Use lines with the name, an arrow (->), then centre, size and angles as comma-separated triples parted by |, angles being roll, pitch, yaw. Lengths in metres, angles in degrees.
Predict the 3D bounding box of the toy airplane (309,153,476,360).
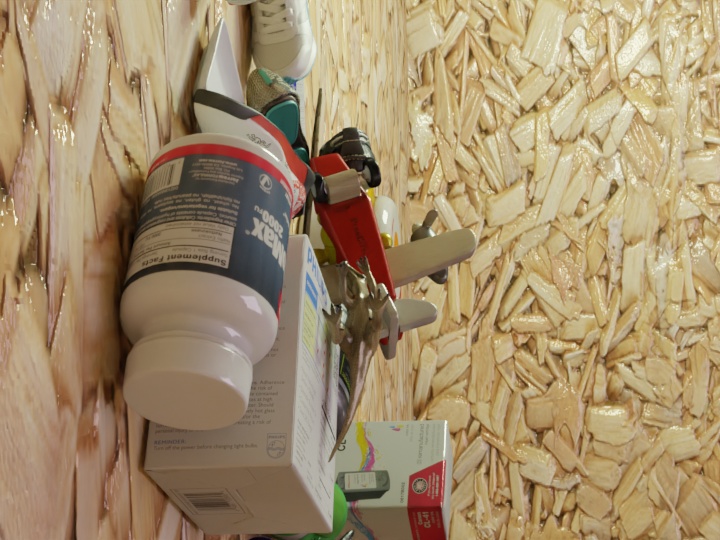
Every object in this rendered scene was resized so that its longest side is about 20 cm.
toy airplane -> 0.000, 0.000, 1.216 | 0.201, 0.198, 0.141 | -63, -179, -21

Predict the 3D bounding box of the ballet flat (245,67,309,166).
ballet flat -> -0.093, -0.143, 1.273 | 0.076, 0.067, 0.201 | 57, -17, 30

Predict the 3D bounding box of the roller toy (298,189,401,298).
roller toy -> -0.006, -0.012, 1.617 | 0.183, 0.138, 0.203 | 65, 25, -73

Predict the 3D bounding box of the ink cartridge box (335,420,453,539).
ink cartridge box -> 0.018, 0.276, 1.535 | 0.149, 0.197, 0.086 | -83, 168, -47

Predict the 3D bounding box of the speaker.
speaker -> -0.066, 0.268, 1.344 | 0.200, 0.087, 0.090 | 65, 25, -72

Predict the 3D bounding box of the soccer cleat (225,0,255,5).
soccer cleat -> -0.117, -0.333, 1.134 | 0.078, 0.068, 0.202 | 72, 11, -49

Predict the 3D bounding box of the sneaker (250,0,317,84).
sneaker -> -0.093, -0.293, 1.294 | 0.081, 0.076, 0.202 | 56, 27, -61

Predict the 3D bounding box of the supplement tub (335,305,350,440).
supplement tub -> -0.065, 0.113, 1.230 | 0.201, 0.121, 0.124 | -78, 165, -60

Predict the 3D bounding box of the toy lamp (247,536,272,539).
toy lamp -> -0.087, 0.325, 1.285 | 0.200, 0.057, 0.059 | 61, 29, -73

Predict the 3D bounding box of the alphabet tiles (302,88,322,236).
alphabet tiles -> -0.057, -0.100, 1.357 | 0.167, 0.006, 0.202 | 104, -9, -59

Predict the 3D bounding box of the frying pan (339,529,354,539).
frying pan -> -0.063, 0.364, 1.288 | 0.190, 0.031, 0.116 | -15, 134, -62

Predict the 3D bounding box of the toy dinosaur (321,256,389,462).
toy dinosaur -> 0.000, 0.061, 1.044 | 0.102, 0.057, 0.202 | 82, 9, -53

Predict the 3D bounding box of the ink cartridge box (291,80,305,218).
ink cartridge box -> -0.088, -0.165, 1.418 | 0.095, 0.037, 0.203 | -38, 129, -79

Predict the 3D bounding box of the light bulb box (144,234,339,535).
light bulb box -> -0.092, 0.105, 1.020 | 0.199, 0.123, 0.202 | 74, 15, -61

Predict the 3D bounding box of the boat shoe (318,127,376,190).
boat shoe -> -0.020, -0.119, 1.366 | 0.200, 0.071, 0.068 | 154, -79, -80

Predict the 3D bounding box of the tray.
tray -> -0.130, -0.134, 1.148 | 0.201, 0.022, 0.108 | 81, 12, -48

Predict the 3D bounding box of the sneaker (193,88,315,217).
sneaker -> -0.110, -0.078, 1.076 | 0.109, 0.067, 0.201 | -63, 155, -8

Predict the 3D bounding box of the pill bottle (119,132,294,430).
pill bottle -> -0.116, 0.010, 0.883 | 0.120, 0.118, 0.202 | 78, 14, -55
